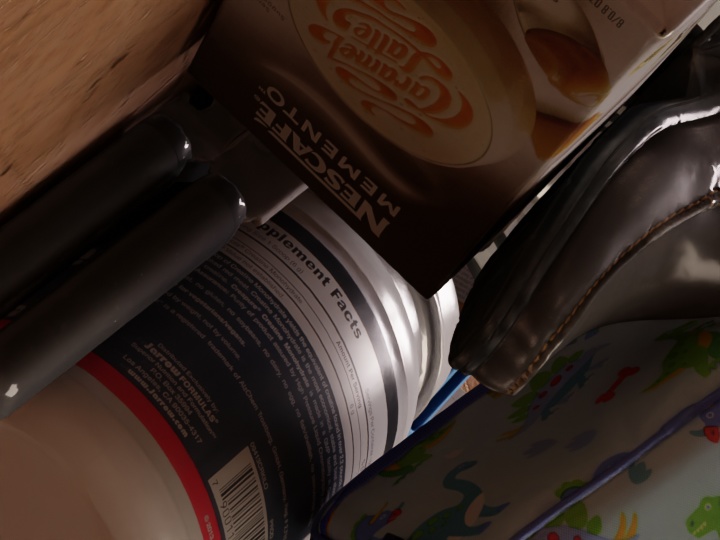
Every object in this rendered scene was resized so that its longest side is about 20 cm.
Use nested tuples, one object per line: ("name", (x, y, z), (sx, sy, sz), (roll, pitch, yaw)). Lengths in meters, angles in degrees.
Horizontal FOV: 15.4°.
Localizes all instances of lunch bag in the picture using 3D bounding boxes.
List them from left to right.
("lunch bag", (0.085, 0.069, 0.898), (0.200, 0.083, 0.161), (-35, -165, -10))

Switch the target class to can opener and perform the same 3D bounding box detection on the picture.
("can opener", (-0.070, -0.017, 0.897), (0.200, 0.053, 0.067), (-40, 174, -31))

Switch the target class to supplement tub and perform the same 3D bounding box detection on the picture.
("supplement tub", (-0.067, 0.048, 0.968), (0.200, 0.140, 0.140), (-39, 174, -46))

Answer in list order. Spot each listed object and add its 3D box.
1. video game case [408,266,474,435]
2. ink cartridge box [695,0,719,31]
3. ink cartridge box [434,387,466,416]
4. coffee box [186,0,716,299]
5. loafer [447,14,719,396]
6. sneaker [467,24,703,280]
("video game case", (0.000, 0.000, 1.120), (0.200, 0.143, 0.018), (-46, 146, -19))
("ink cartridge box", (0.116, -0.079, 1.027), (0.050, 0.200, 0.162), (-42, 175, -23))
("ink cartridge box", (-0.011, 0.064, 1.242), (0.148, 0.200, 0.076), (-45, 176, 24))
("coffee box", (0.034, -0.085, 0.788), (0.080, 0.114, 0.200), (-45, 176, -26))
("loafer", (0.099, -0.015, 0.845), (0.200, 0.072, 0.073), (-44, 178, -41))
("sneaker", (0.095, -0.032, 1.004), (0.115, 0.200, 0.076), (-11, -123, 29))
